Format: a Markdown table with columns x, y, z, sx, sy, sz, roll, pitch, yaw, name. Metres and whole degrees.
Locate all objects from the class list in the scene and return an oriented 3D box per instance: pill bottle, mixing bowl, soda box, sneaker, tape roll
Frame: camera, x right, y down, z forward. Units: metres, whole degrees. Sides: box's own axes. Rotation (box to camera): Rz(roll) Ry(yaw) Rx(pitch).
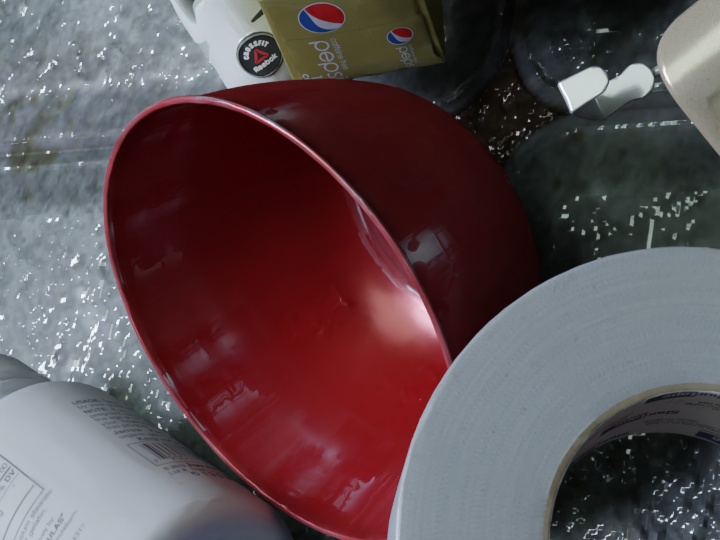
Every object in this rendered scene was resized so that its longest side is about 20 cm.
| x | y | z | sx | sy | sz | roll | pitch | yaw | name |
| --- | --- | --- | --- | --- | --- | --- | --- | --- | --- |
| -0.130 | 0.115 | 0.868 | 0.199 | 0.114 | 0.115 | 28 | 93 | 43 | pill bottle |
| 0.000 | 0.000 | 0.777 | 0.200 | 0.108 | 0.201 | 30 | 137 | 33 | mixing bowl |
| -0.006 | -0.180 | 0.810 | 0.067 | 0.064 | 0.201 | -9 | 59 | 11 | soda box |
| -0.056 | -0.141 | 0.887 | 0.074 | 0.089 | 0.200 | -36 | 28 | 5 | sneaker |
| 0.108 | 0.097 | 0.632 | 0.199 | 0.066 | 0.202 | 1 | 74 | -2 | tape roll |

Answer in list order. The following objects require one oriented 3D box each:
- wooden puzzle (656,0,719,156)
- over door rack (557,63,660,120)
| x | y | z | sx | sy | sz | roll | pitch | yaw | name |
| --- | --- | --- | --- | --- | --- | --- | --- | --- | --- |
| 0.223 | -0.048 | 0.612 | 0.185 | 0.037 | 0.200 | -37 | 94 | 24 | wooden puzzle |
| 0.144 | -0.161 | 0.733 | 0.199 | 0.067 | 0.149 | -25 | 75 | 6 | over door rack |
